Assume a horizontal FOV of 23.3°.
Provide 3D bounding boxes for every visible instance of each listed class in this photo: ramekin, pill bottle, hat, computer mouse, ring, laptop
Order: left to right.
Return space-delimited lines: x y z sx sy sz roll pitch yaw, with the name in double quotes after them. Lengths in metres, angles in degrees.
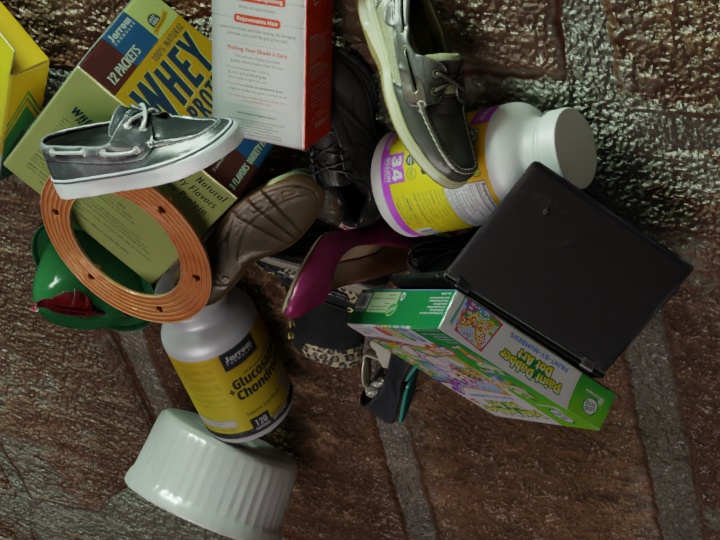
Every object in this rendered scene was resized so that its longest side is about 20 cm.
-0.346 0.053 1.981 0.164 0.177 0.201 3 133 29 "hat"
-0.229 -0.029 1.728 0.198 0.019 0.202 19 137 19 "ring"
-0.170 0.240 2.065 0.199 0.099 0.200 22 -179 0 "ramekin"
-0.156 0.087 1.951 0.111 0.112 0.201 2 133 30 "pill bottle"
0.114 -0.095 1.599 0.198 0.105 0.105 -10 126 38 "pill bottle"
0.142 0.038 1.702 0.138 0.053 0.200 -15 129 43 "computer mouse"
0.161 0.004 1.601 0.186 0.117 0.200 32 167 -18 "laptop"

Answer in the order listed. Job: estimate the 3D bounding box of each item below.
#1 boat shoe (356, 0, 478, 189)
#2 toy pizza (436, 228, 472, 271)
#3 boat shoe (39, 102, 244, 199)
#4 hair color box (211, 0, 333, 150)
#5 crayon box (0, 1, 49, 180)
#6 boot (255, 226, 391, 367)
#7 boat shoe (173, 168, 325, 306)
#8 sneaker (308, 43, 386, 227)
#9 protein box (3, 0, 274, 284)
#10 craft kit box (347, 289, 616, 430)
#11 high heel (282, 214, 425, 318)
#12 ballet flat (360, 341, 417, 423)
0.058 -0.172 1.526 0.066 0.071 0.203 -31 75 39 "boat shoe"
0.163 0.002 1.726 0.198 0.032 0.201 17 139 16 "toy pizza"
-0.203 -0.119 1.595 0.198 0.072 0.068 -9 118 26 "boat shoe"
-0.079 -0.219 1.574 0.100 0.061 0.202 13 118 22 "hair color box"
-0.381 -0.204 1.799 0.127 0.051 0.201 49 145 19 "crayon box"
-0.073 0.018 1.854 0.202 0.074 0.155 21 138 7 "boot"
-0.112 -0.045 1.736 0.199 0.065 0.073 -36 115 27 "boat shoe"
-0.020 -0.129 1.658 0.075 0.091 0.201 -6 127 37 "sneaker"
-0.212 -0.131 1.739 0.198 0.135 0.200 39 140 -10 "protein box"
0.111 0.082 1.656 0.196 0.049 0.200 29 168 -21 "craft kit box"
0.000 0.000 1.696 0.096 0.200 0.068 32 136 6 "high heel"
0.037 0.096 1.875 0.072 0.073 0.201 26 143 6 "ballet flat"
